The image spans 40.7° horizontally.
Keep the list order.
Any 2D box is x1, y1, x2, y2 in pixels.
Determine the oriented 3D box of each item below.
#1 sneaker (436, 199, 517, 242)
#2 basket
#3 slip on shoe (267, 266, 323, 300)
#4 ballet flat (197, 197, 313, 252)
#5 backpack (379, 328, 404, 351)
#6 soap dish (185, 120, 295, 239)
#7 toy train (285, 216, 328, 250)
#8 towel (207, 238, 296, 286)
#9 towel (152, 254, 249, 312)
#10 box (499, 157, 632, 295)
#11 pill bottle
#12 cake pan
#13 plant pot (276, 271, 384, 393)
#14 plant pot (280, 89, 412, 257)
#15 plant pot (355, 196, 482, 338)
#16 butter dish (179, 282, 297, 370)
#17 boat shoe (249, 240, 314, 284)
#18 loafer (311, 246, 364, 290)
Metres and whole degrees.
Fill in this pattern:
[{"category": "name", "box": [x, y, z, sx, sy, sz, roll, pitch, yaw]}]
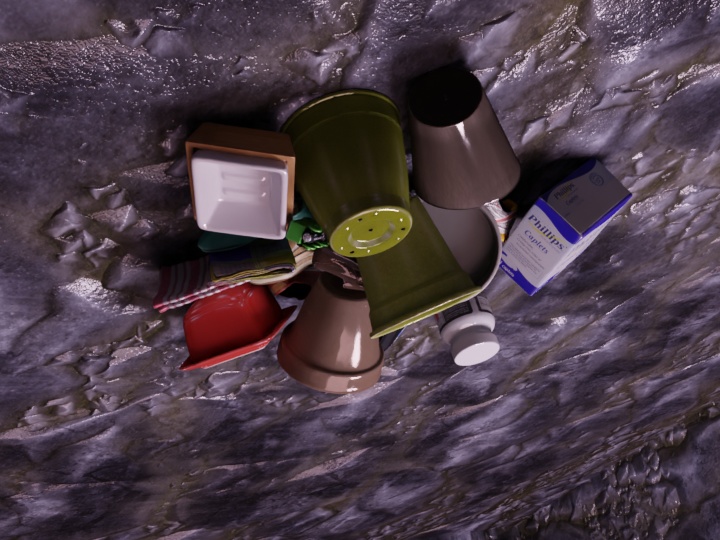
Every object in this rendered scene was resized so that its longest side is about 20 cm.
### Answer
[{"category": "sneaker", "box": [0.202, -0.118, 1.755, 0.199, 0.078, 0.083, 14, 111, -36]}, {"category": "basket", "box": [0.149, -0.205, 1.499, 0.179, 0.137, 0.200, -4, 150, 14]}, {"category": "slip on shoe", "box": [-0.106, 0.029, 1.826, 0.074, 0.062, 0.199, -34, 155, 26]}, {"category": "ballet flat", "box": [-0.176, -0.085, 1.610, 0.199, 0.067, 0.071, -12, 127, -10]}, {"category": "backpack", "box": [0.020, 0.092, 1.951, 0.162, 0.154, 0.201, -5, 128, -30]}, {"category": "soap dish", "box": [-0.175, -0.134, 1.454, 0.156, 0.082, 0.200, 7, 149, -1]}, {"category": "toy train", "box": [-0.069, -0.064, 1.557, 0.200, 0.056, 0.042, -23, 134, -75]}, {"category": "towel", "box": [-0.182, -0.026, 1.595, 0.142, 0.200, 0.023, -10, 112, -5]}, {"category": "towel", "box": [-0.252, 0.002, 1.643, 0.199, 0.147, 0.030, -20, 113, 2]}, {"category": "box", "box": [0.371, -0.079, 1.790, 0.184, 0.105, 0.200, -35, 164, -36]}, {"category": "pill bottle", "box": [0.203, 0.081, 1.948, 0.115, 0.201, 0.117, -12, 151, -7]}, {"category": "cake pan", "box": [0.144, -0.043, 1.678, 0.199, 0.201, 0.037, -23, -174, 10]}, {"category": "plant pot", "box": [-0.042, 0.097, 1.771, 0.199, 0.200, 0.176, -2, 121, -26]}, {"category": "plant pot", "box": [-0.009, -0.133, 1.470, 0.199, 0.194, 0.201, -13, 151, -7]}, {"category": "plant pot", "box": [0.071, -0.012, 1.590, 0.199, 0.185, 0.200, -24, 174, -3]}, {"category": "butter dish", "box": [-0.240, 0.073, 1.764, 0.198, 0.149, 0.200, -20, -169, 17]}, {"category": "boat shoe", "box": [-0.117, -0.041, 1.715, 0.199, 0.072, 0.076, -22, 137, -6]}, {"category": "loafer", "box": [0.000, 0.000, 1.702, 0.199, 0.073, 0.071, 30, 126, -16]}]
